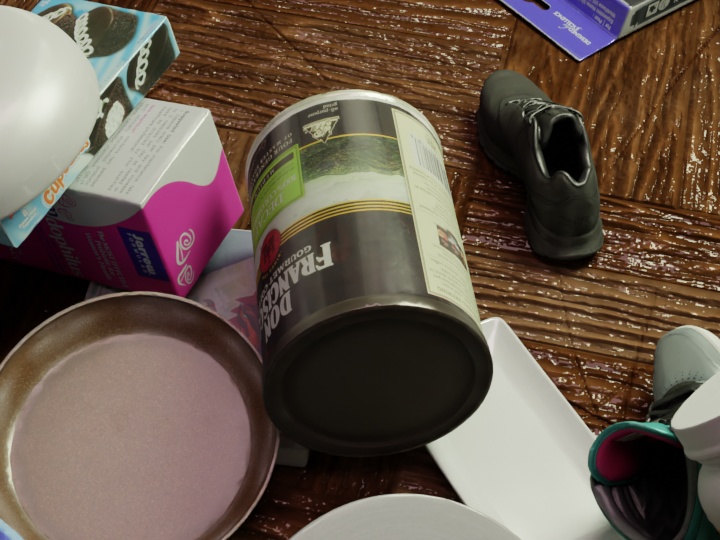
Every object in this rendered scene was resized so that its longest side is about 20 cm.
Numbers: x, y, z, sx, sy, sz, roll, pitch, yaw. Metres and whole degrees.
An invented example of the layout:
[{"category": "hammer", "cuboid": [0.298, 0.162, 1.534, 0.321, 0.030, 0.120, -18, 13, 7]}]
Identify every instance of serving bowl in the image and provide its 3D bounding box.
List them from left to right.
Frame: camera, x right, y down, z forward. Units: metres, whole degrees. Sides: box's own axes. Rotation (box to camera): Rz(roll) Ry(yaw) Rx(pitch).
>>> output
[{"category": "serving bowl", "cuboid": [-0.274, -0.110, 0.901, 0.197, 0.066, 0.202, -9, 47, 9]}]

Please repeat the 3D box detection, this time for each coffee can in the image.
[{"category": "coffee can", "cuboid": [0.000, 0.000, 0.920, 0.144, 0.147, 0.201, -4, 46, -5]}]

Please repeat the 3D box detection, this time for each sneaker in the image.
[{"category": "sneaker", "cuboid": [0.147, -0.104, 1.089, 0.075, 0.091, 0.201, -13, 47, -11]}, {"category": "sneaker", "cuboid": [0.195, 0.107, 0.870, 0.120, 0.084, 0.202, 24, 40, -31]}]

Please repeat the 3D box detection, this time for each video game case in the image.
[{"category": "video game case", "cuboid": [-0.114, 0.045, 0.987, 0.180, 0.023, 0.201, 5, 46, 3]}]

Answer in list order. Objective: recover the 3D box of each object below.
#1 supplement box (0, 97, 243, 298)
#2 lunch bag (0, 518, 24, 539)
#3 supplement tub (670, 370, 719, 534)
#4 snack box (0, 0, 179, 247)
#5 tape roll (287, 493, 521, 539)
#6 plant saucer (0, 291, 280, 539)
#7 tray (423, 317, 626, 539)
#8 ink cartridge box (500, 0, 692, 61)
[{"category": "supplement box", "cuboid": [-0.200, -0.064, 1.005, 0.198, 0.102, 0.104, 11, 50, 25]}, {"category": "lunch bag", "cuboid": [-0.217, 0.172, 0.742, 0.150, 0.201, 0.094, 34, 55, 27]}, {"category": "supplement tub", "cuboid": [0.276, 0.134, 0.751, 0.145, 0.145, 0.201, -33, 88, -29]}, {"category": "snack box", "cuboid": [-0.228, -0.110, 0.958, 0.115, 0.037, 0.201, 15, 55, 28]}, {"category": "tape roll", "cuboid": [0.021, 0.225, 0.734, 0.198, 0.066, 0.203, 5, 71, -14]}, {"category": "plant saucer", "cuboid": [-0.150, 0.109, 0.896, 0.197, 0.032, 0.202, 0, 61, 0]}, {"category": "tray", "cuboid": [0.100, 0.120, 0.923, 0.106, 0.022, 0.201, -21, 51, -19]}, {"category": "ink cartridge box", "cuboid": [0.216, -0.298, 1.309, 0.199, 0.044, 0.198, -29, 54, -25]}]
